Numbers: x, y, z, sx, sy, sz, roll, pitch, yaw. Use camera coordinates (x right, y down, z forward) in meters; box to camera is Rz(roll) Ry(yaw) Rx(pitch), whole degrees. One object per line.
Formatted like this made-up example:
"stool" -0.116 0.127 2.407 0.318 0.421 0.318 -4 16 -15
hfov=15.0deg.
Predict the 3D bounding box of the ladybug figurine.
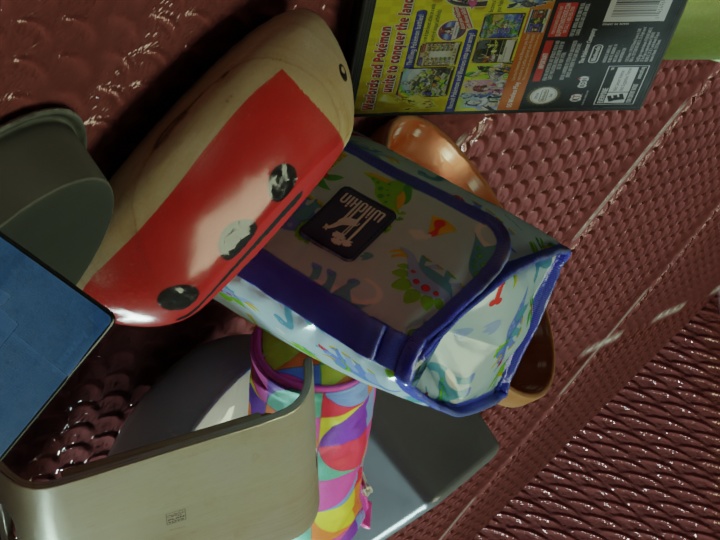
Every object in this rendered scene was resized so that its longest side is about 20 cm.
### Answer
"ladybug figurine" -0.073 -0.043 1.388 0.200 0.072 0.136 -48 174 -7

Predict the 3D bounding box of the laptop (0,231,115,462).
"laptop" -0.223 0.050 1.057 0.187 0.116 0.200 -50 168 8

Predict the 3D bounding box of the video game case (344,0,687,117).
"video game case" 0.085 -0.139 1.515 0.180 0.026 0.200 -2 158 -7

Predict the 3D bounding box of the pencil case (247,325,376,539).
"pencil case" -0.030 0.099 1.729 0.088 0.088 0.200 -42 155 -27

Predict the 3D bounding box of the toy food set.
"toy food set" -0.118 0.121 1.620 0.199 0.061 0.144 -17 146 -12

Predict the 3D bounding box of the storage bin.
"storage bin" 0.008 0.116 1.967 0.145 0.135 0.200 -36 178 -36

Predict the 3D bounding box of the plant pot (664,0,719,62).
"plant pot" 0.194 -0.201 1.659 0.189 0.200 0.200 -18 150 -44

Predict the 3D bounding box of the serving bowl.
"serving bowl" -0.115 0.123 1.776 0.200 0.066 0.201 -50 158 -29

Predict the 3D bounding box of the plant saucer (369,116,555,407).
"plant saucer" 0.060 -0.004 1.746 0.032 0.201 0.200 -27 177 22

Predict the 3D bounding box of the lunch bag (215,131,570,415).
"lunch bag" 0.000 0.000 1.533 0.200 0.170 0.128 -16 131 -64

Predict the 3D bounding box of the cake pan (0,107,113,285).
"cake pan" -0.187 0.012 1.263 0.200 0.037 0.200 -45 168 -12
